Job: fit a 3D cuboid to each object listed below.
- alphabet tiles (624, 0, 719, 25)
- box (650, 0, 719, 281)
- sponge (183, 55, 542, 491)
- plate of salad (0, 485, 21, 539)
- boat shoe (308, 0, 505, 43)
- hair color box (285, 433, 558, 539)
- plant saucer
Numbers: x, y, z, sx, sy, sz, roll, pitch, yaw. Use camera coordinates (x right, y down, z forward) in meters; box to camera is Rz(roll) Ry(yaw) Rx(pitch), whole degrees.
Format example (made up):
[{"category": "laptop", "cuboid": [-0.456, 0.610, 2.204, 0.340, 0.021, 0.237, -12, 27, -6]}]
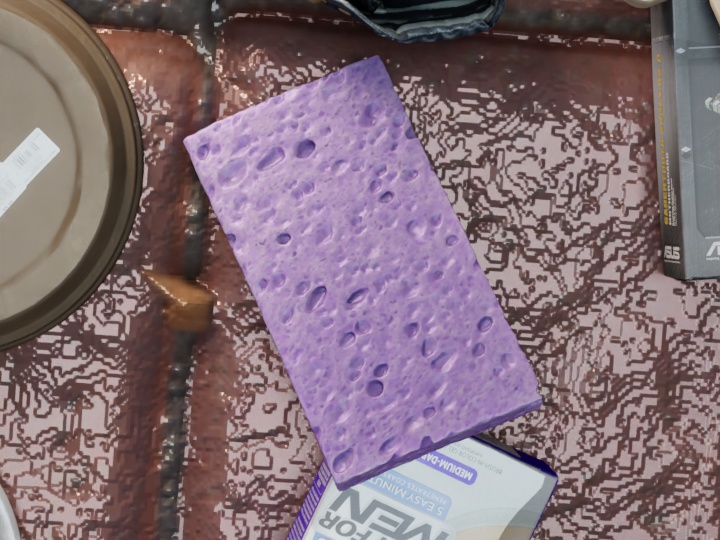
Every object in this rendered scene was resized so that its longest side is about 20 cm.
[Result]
[{"category": "alphabet tiles", "cuboid": [0.206, -0.208, 1.160, 0.199, 0.015, 0.197, -21, 79, -11]}, {"category": "box", "cuboid": [0.254, -0.079, 1.182, 0.198, 0.048, 0.160, -4, 92, -5]}, {"category": "sponge", "cuboid": [0.000, 0.000, 1.137, 0.111, 0.030, 0.201, -24, 73, -4]}, {"category": "plate of salad", "cuboid": [-0.270, 0.159, 1.148, 0.198, 0.048, 0.202, 0, 92, -5]}, {"category": "boat shoe", "cuboid": [-0.024, -0.164, 1.121, 0.199, 0.091, 0.071, 4, 126, -6]}, {"category": "hair color box", "cuboid": [0.009, 0.170, 1.167, 0.109, 0.065, 0.201, 25, 92, -6]}, {"category": "plant saucer", "cuboid": [-0.209, -0.055, 1.152, 0.198, 0.029, 0.202, 0, 92, -6]}]
